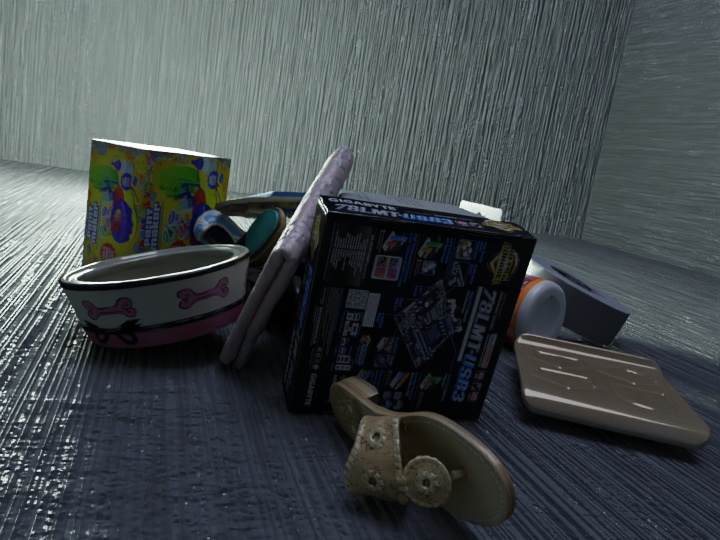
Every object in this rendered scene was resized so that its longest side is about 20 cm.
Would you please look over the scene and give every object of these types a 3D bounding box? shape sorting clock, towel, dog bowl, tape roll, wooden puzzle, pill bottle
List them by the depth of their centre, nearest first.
[{"bbox_3d":[-0.075,-0.016,0.646,0.032,0.191,0.200,28,41,-7],"label":"towel"},{"bbox_3d":[-0.217,0.025,0.670,0.199,0.074,0.200,-5,12,1],"label":"dog bowl"},{"bbox_3d":[0.271,0.140,0.698,0.184,0.046,0.200,11,15,10],"label":"wooden puzzle"},{"bbox_3d":[0.207,0.046,0.949,0.109,0.110,0.200,1,13,-40],"label":"pill bottle"},{"bbox_3d":[-0.126,-0.096,0.951,0.199,0.039,0.200,-4,2,0],"label":"shape sorting clock"},{"bbox_3d":[0.357,0.046,1.047,0.200,0.066,0.200,27,14,-8],"label":"tape roll"}]

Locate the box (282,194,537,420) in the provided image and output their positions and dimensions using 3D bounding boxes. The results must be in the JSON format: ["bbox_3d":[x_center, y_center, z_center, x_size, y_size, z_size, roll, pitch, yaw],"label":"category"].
[{"bbox_3d":[0.041,0.043,0.563,0.198,0.201,0.050,5,23,-18],"label":"box"}]

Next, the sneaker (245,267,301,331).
[{"bbox_3d":[-0.144,0.034,0.804,0.114,0.077,0.199,2,9,-27],"label":"sneaker"}]

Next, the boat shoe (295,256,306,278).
[{"bbox_3d":[-0.077,0.007,0.874,0.072,0.061,0.201,23,-25,10],"label":"boat shoe"}]

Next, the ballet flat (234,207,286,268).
[{"bbox_3d":[-0.156,-0.029,0.910,0.063,0.069,0.200,20,-39,-37],"label":"ballet flat"}]

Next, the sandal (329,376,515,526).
[{"bbox_3d":[0.014,0.138,0.442,0.069,0.078,0.211,-19,17,-26],"label":"sandal"}]

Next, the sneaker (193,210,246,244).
[{"bbox_3d":[-0.184,-0.022,0.995,0.200,0.072,0.073,34,35,-17],"label":"sneaker"}]

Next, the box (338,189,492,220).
[{"bbox_3d":[0.042,0.016,0.715,0.171,0.201,0.199,6,10,-6],"label":"box"}]

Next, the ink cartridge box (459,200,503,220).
[{"bbox_3d":[0.130,0.000,0.879,0.066,0.201,0.116,5,11,-24],"label":"ink cartridge box"}]

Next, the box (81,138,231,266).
[{"bbox_3d":[-0.328,-0.098,0.989,0.122,0.201,0.192,14,12,26],"label":"box"}]
